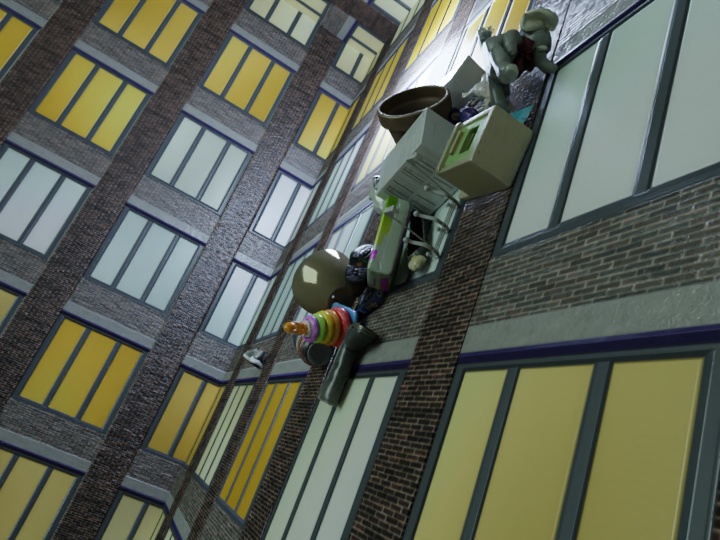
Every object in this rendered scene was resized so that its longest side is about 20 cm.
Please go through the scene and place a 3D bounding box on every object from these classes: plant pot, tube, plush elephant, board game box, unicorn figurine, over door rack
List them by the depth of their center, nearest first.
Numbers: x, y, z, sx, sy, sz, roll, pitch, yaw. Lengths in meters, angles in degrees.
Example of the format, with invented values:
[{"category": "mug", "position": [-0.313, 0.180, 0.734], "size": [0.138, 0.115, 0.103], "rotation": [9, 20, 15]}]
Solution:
[{"category": "plush elephant", "position": [0.344, -0.454, 1.185], "size": [0.165, 0.154, 0.202], "rotation": [68, -169, -66]}, {"category": "over door rack", "position": [0.128, -0.138, 1.220], "size": [0.066, 0.200, 0.149], "rotation": [6, 66, 44]}, {"category": "tube", "position": [0.300, -0.311, 1.248], "size": [0.078, 0.050, 0.200], "rotation": [-62, 19, -15]}, {"category": "unicorn figurine", "position": [0.315, -0.449, 1.375], "size": [0.201, 0.073, 0.137], "rotation": [-64, 16, -8]}, {"category": "plant pot", "position": [0.158, -0.379, 1.513], "size": [0.199, 0.176, 0.201], "rotation": [-12, 35, 9]}, {"category": "board game box", "position": [0.038, 0.025, 1.520], "size": [0.135, 0.034, 0.201], "rotation": [-41, 26, 51]}, {"category": "plant pot", "position": [-0.081, 0.058, 1.599], "size": [0.201, 0.199, 0.134], "rotation": [-59, 36, 9]}]

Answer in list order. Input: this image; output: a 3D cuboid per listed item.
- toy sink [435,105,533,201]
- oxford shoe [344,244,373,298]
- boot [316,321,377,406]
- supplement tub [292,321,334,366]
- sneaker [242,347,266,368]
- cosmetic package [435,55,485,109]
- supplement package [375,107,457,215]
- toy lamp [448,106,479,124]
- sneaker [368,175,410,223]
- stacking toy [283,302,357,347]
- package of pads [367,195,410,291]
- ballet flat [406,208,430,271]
[{"category": "toy sink", "position": [0.244, -0.242, 1.183], "size": [0.131, 0.112, 0.200], "rotation": [-64, 16, -9]}, {"category": "oxford shoe", "position": [0.000, 0.000, 1.488], "size": [0.200, 0.072, 0.085], "rotation": [-59, -21, -50]}, {"category": "boot", "position": [-0.039, 0.229, 1.356], "size": [0.201, 0.072, 0.182], "rotation": [-59, 1, -14]}, {"category": "supplement tub", "position": [-0.133, 0.213, 1.614], "size": [0.108, 0.106, 0.200], "rotation": [-61, 17, 0]}, {"category": "sneaker", "position": [-0.450, 0.371, 2.420], "size": [0.080, 0.074, 0.200], "rotation": [-56, 20, -15]}, {"category": "cosmetic package", "position": [0.261, -0.510, 1.604], "size": [0.108, 0.085, 0.200], "rotation": [-55, 12, -22]}, {"category": "supplement package", "position": [0.161, -0.259, 1.398], "size": [0.200, 0.150, 0.153], "rotation": [-45, 23, 44]}, {"category": "toy lamp", "position": [0.268, -0.402, 1.474], "size": [0.058, 0.058, 0.200], "rotation": [-59, 16, 10]}, {"category": "sneaker", "position": [0.083, -0.183, 1.581], "size": [0.081, 0.075, 0.201], "rotation": [-60, 41, 30]}, {"category": "stacking toy", "position": [-0.112, 0.149, 1.448], "size": [0.116, 0.199, 0.111], "rotation": [21, 105, 49]}, {"category": "package of pads", "position": [0.071, -0.061, 1.390], "size": [0.155, 0.068, 0.201], "rotation": [85, -159, -71]}, {"category": "ballet flat", "position": [0.131, -0.071, 1.337], "size": [0.066, 0.057, 0.201], "rotation": [-31, 31, 29]}]
